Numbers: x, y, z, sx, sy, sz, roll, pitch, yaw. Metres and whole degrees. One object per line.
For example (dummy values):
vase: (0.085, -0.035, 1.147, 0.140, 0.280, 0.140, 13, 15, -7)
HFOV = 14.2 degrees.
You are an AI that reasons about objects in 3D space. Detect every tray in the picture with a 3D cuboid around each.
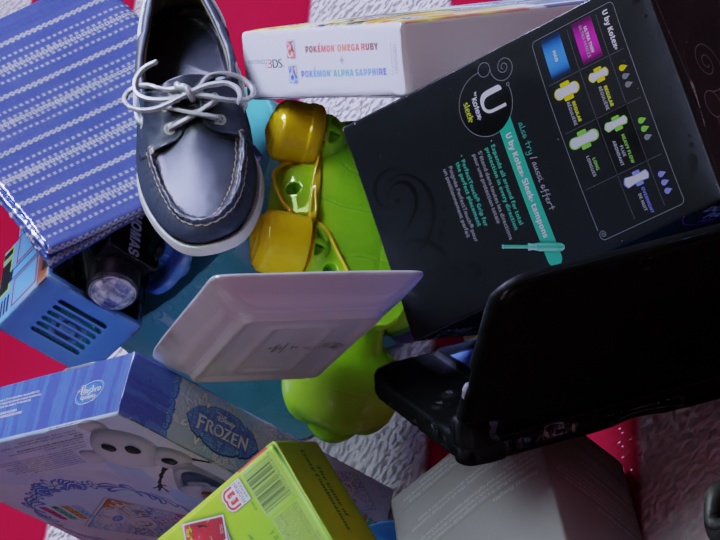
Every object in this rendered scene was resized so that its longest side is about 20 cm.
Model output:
tray: (-0.041, 0.032, 1.489, 0.200, 0.107, 0.022, 135, 131, -72)

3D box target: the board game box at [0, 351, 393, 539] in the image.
board game box: (-0.120, 0.118, 1.666, 0.200, 0.199, 0.043, -14, 53, 46)

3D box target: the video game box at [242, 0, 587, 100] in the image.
video game box: (0.063, -0.127, 1.623, 0.182, 0.200, 0.047, 0, 98, 60)

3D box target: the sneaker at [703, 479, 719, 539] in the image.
sneaker: (0.242, 0.078, 1.328, 0.200, 0.085, 0.074, -48, 31, 7)

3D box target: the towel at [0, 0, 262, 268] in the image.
towel: (-0.168, -0.090, 1.693, 0.145, 0.024, 0.200, -28, 50, -19)

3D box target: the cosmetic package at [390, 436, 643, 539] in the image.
cosmetic package: (0.087, 0.170, 1.445, 0.107, 0.090, 0.200, -38, 35, 22)

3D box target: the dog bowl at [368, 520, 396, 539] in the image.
dog bowl: (-0.021, 0.221, 1.571, 0.200, 0.050, 0.112, -39, 32, 22)

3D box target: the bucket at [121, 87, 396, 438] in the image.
bucket: (-0.069, -0.006, 1.798, 0.207, 0.135, 0.207, -35, 34, 27)

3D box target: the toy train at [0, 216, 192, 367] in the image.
toy train: (-0.157, -0.038, 1.738, 0.114, 0.087, 0.200, -40, 32, 31)

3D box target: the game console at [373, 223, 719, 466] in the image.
game console: (0.122, 0.014, 1.435, 0.200, 0.117, 0.176, -13, 21, -20)

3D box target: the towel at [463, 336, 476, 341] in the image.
towel: (0.103, -0.016, 1.655, 0.133, 0.034, 0.200, -53, 28, 20)

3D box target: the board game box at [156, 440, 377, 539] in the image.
board game box: (-0.019, 0.198, 1.483, 0.102, 0.048, 0.200, -41, 68, 22)

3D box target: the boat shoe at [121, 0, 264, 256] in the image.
boat shoe: (-0.094, -0.093, 1.628, 0.075, 0.062, 0.200, -6, 46, 2)

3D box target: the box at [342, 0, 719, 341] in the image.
box: (0.123, -0.057, 1.475, 0.200, 0.148, 0.124, -26, 77, 34)

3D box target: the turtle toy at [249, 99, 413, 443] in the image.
turtle toy: (0.000, 0.000, 1.655, 0.101, 0.146, 0.200, 121, 160, -58)
